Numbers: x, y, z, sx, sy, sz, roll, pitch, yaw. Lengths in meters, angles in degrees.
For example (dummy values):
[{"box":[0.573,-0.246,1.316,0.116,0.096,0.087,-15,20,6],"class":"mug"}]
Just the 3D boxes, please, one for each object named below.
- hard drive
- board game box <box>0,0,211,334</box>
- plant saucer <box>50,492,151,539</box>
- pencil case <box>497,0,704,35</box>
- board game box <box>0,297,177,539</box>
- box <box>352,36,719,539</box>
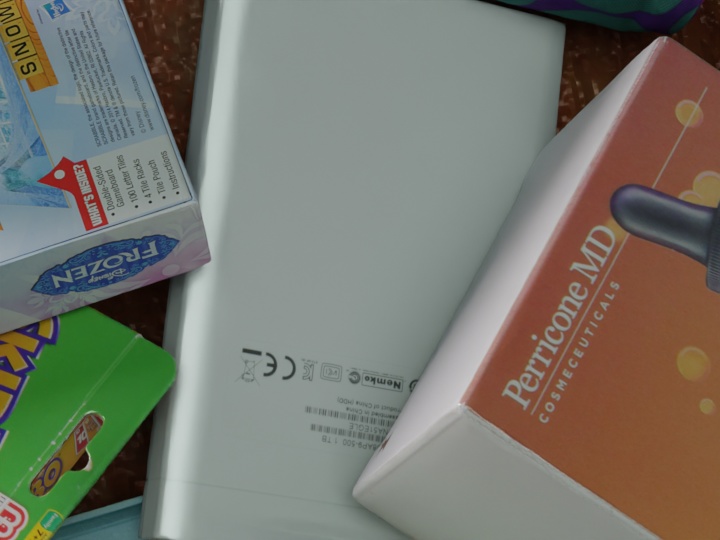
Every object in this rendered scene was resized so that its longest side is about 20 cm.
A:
[{"box":[0.000,0.000,0.800,0.131,0.027,0.201,11,79,-22],"class":"hard drive"},{"box":[-0.173,-0.059,0.774,0.198,0.041,0.201,-18,59,-7],"class":"board game box"},{"box":[-0.113,0.121,0.747,0.199,0.019,0.070,-14,86,-32],"class":"plant saucer"},{"box":[0.033,-0.144,0.817,0.199,0.085,0.093,14,57,-2],"class":"pencil case"},{"box":[-0.162,0.025,0.761,0.199,0.030,0.096,26,62,23],"class":"board game box"},{"box":[0.126,0.053,0.750,0.199,0.106,0.153,33,64,-5],"class":"box"}]
